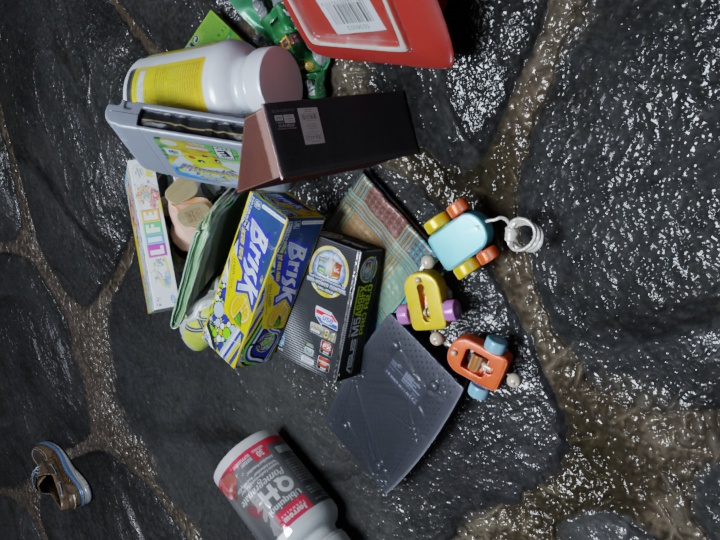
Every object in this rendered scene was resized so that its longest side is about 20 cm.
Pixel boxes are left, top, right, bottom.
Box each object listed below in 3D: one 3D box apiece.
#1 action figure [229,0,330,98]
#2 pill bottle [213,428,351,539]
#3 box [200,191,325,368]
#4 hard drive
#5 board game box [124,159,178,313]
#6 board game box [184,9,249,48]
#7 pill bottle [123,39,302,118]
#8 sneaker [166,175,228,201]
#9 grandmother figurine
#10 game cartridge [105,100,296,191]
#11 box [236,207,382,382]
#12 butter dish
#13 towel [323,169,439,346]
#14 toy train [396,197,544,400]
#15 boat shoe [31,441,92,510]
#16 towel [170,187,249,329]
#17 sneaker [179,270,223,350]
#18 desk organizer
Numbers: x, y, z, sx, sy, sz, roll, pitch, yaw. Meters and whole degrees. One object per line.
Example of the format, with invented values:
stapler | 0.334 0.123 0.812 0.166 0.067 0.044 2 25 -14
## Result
action figure | -0.090 -0.287 0.882 0.118 0.055 0.200 -33 83 40
pill bottle | -0.101 0.324 1.019 0.200 0.111 0.111 45 127 24
box | -0.115 0.011 0.871 0.070 0.064 0.200 36 116 31
hard drive | 0.043 0.156 0.888 0.135 0.042 0.200 45 127 24
board game box | -0.292 -0.043 1.044 0.134 0.034 0.200 163 97 -70
board game box | -0.155 -0.235 0.951 0.096 0.030 0.200 -50 64 15
pill bottle | -0.171 -0.207 0.876 0.200 0.112 0.112 1 103 32
sneaker | -0.224 -0.193 1.018 0.140 0.078 0.200 -19 98 42
grandmother figurine | -0.241 -0.047 1.041 0.121 0.060 0.200 69 159 13
game cartridge | -0.173 -0.137 0.855 0.200 0.133 0.041 10 78 5
box | -0.077 0.023 0.911 0.200 0.044 0.161 22 108 34
butter dish | 0.011 -0.313 0.726 0.200 0.148 0.200 17 153 37
towel | 0.000 0.000 0.894 0.147 0.022 0.200 49 130 18
toy train | 0.121 0.024 0.778 0.150 0.056 0.200 22 113 24
boat shoe | -0.645 0.428 1.569 0.200 0.072 0.072 26 118 35
towel | -0.180 -0.037 0.947 0.023 0.200 0.153 22 122 -2
sneaker | -0.192 0.067 1.056 0.076 0.075 0.200 57 133 15
desk organizer | -0.038 -0.134 0.773 0.077 0.200 0.072 -11 95 45
